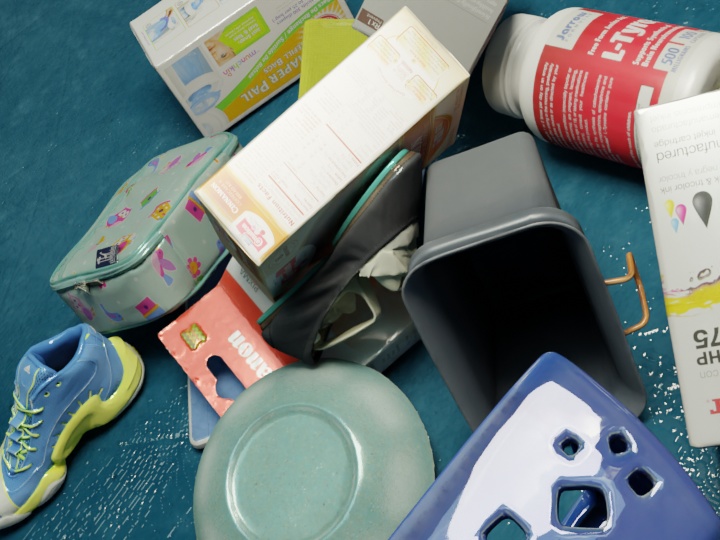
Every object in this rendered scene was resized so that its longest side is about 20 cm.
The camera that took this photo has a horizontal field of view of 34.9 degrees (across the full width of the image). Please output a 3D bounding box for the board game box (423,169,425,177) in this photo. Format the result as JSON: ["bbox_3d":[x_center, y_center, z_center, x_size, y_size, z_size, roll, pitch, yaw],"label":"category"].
[{"bbox_3d":[-0.025,-0.070,1.023,0.155,0.039,0.202,-3,54,20],"label":"board game box"}]

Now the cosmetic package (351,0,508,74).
[{"bbox_3d":[0.069,-0.231,0.975,0.091,0.106,0.200,-61,3,20],"label":"cosmetic package"}]

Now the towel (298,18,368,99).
[{"bbox_3d":[-0.013,-0.162,1.010,0.084,0.018,0.202,1,47,-1],"label":"towel"}]

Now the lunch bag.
[{"bbox_3d":[-0.187,-0.034,1.038,0.159,0.078,0.201,-9,36,41],"label":"lunch bag"}]

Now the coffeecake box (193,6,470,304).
[{"bbox_3d":[-0.019,-0.079,0.855,0.200,0.154,0.073,-42,82,-7],"label":"coffeecake box"}]

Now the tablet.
[{"bbox_3d":[-0.095,0.051,1.002,0.128,0.014,0.202,-21,49,14],"label":"tablet"}]

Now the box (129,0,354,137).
[{"bbox_3d":[-0.116,-0.248,1.172,0.199,0.113,0.102,-35,45,0],"label":"box"}]

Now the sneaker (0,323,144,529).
[{"bbox_3d":[-0.282,0.124,0.988,0.075,0.105,0.201,28,72,41],"label":"sneaker"}]

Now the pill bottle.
[{"bbox_3d":[0.200,-0.147,0.919,0.198,0.113,0.113,22,68,39],"label":"pill bottle"}]

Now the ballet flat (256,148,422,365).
[{"bbox_3d":[0.000,0.000,0.841,0.200,0.072,0.074,-49,39,31],"label":"ballet flat"}]

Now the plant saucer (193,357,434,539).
[{"bbox_3d":[-0.044,0.156,0.846,0.198,0.039,0.204,-9,65,19],"label":"plant saucer"}]

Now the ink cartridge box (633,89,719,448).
[{"bbox_3d":[0.264,-0.002,0.701,0.145,0.146,0.204,-11,81,21],"label":"ink cartridge box"}]

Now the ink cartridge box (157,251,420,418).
[{"bbox_3d":[-0.052,0.034,0.928,0.199,0.050,0.162,-39,66,-10],"label":"ink cartridge box"}]

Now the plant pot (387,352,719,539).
[{"bbox_3d":[0.130,0.203,0.640,0.179,0.201,0.200,34,75,36],"label":"plant pot"}]

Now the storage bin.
[{"bbox_3d":[0.120,0.006,0.802,0.144,0.201,0.135,-18,39,16],"label":"storage bin"}]
